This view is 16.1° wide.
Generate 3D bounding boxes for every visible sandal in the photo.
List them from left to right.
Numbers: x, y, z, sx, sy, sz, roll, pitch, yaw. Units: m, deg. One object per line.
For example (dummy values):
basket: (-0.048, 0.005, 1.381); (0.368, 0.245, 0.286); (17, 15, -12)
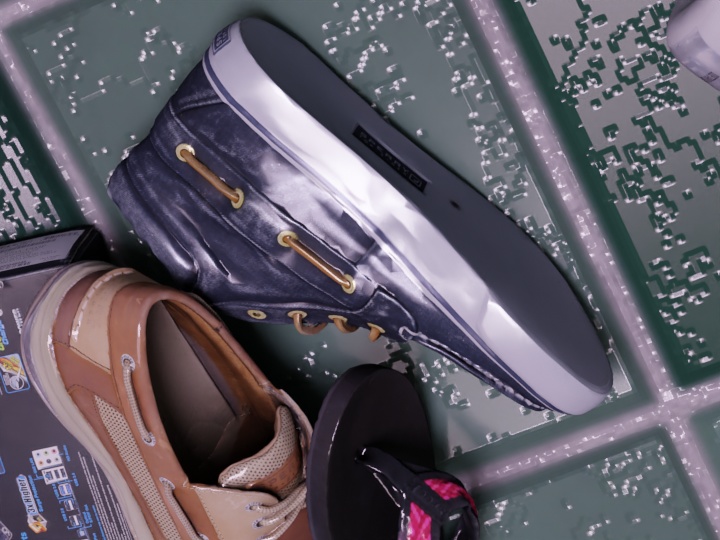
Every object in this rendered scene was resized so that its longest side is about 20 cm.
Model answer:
sandal: (0.026, 0.121, 1.003); (0.045, 0.075, 0.200); (9, 127, 34)

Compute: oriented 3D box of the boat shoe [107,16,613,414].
boat shoe: (0.000, 0.000, 0.975); (0.200, 0.071, 0.091); (43, 114, -2)

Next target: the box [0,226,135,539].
box: (-0.155, 0.095, 1.045); (0.159, 0.046, 0.200); (-13, 108, 14)

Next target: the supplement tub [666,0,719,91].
supplement tub: (0.217, -0.072, 0.878); (0.200, 0.123, 0.123); (34, 112, -3)

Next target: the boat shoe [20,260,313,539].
boat shoe: (-0.051, 0.079, 0.983); (0.072, 0.076, 0.200); (-1, 136, 48)
